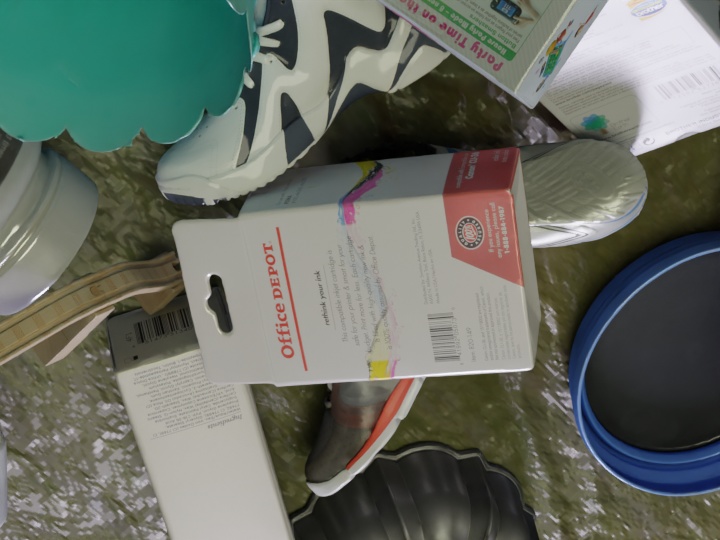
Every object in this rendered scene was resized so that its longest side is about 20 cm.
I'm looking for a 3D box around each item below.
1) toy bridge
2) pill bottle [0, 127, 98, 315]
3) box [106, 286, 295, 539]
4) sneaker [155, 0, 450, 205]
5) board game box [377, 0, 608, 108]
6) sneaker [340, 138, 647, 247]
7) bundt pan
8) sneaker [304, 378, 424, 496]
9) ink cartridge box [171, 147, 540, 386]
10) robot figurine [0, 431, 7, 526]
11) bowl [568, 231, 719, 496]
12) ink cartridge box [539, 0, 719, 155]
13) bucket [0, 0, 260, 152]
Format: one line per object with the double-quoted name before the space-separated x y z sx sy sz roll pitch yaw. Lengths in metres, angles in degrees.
"toy bridge" -0.167 0.027 0.939 0.067 0.200 0.027 -39 83 39
"pill bottle" -0.248 -0.069 0.901 0.114 0.114 0.200 -45 119 10
"box" -0.099 0.118 1.068 0.082 0.068 0.201 -16 121 -6
"sneaker" -0.055 -0.135 0.943 0.198 0.080 0.130 -30 116 7
"board game box" 0.083 -0.209 0.839 0.147 0.064 0.201 37 98 13
"sneaker" 0.078 -0.043 1.024 0.198 0.072 0.073 -1 162 5
"bundt pan" 0.042 0.226 1.162 0.200 0.076 0.203 -7 120 -12
"sneaker" 0.006 0.054 1.076 0.082 0.077 0.201 32 106 1
"ink cartridge box" 0.000 0.000 0.967 0.198 0.068 0.117 -4 115 12
"robot figurine" -0.278 0.094 0.971 0.169 0.113 0.201 25 130 22
"bowl" 0.239 0.064 1.150 0.199 0.039 0.202 -7 119 -12
"ink cartridge box" 0.145 -0.139 0.962 0.119 0.042 0.200 -19 144 33
"bucket" -0.143 -0.170 0.821 0.205 0.136 0.208 6 148 4
